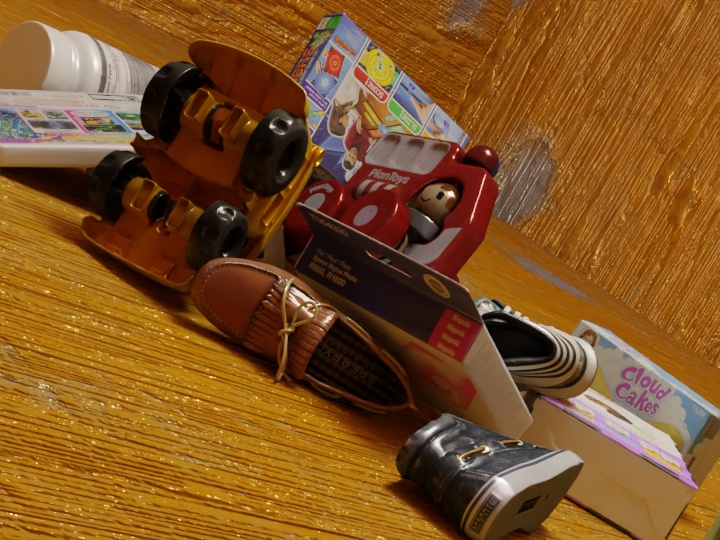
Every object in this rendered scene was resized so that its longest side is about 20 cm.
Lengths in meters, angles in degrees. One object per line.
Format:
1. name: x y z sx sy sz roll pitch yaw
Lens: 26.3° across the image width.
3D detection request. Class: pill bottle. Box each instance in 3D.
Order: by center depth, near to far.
1. pill bottle: -0.285 -0.185 1.630 0.114 0.114 0.199 37 11 38

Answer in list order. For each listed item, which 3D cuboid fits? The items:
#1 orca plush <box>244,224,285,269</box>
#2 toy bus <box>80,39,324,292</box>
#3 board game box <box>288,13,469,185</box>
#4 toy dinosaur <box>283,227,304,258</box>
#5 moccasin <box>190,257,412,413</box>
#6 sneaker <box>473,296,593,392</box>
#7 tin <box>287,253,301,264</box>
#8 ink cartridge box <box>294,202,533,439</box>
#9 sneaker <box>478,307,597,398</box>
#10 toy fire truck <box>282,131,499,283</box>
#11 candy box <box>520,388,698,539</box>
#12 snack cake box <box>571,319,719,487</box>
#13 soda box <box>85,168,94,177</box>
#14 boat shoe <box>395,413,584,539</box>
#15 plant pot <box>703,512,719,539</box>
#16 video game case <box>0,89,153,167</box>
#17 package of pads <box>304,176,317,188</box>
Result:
1. orca plush: -0.124 -0.068 1.491 0.070 0.106 0.200 -2 -30 9
2. toy bus: -0.123 -0.064 1.323 0.135 0.201 0.192 27 -13 19
3. board game box: 0.008 -0.134 1.504 0.200 0.136 0.034 41 -20 -32
4. toy dinosaur: -0.056 -0.053 1.646 0.101 0.078 0.200 12 16 14
5. moccasin: -0.045 0.056 1.228 0.201 0.074 0.078 38 -3 -18
6. sneaker: 0.130 0.066 1.447 0.199 0.081 0.071 -4 13 44
7. tin: -0.013 0.005 1.733 0.200 0.042 0.112 36 6 32
8. ink cartridge box: 0.036 0.049 1.288 0.196 0.043 0.200 28 -20 38
9. sneaker: 0.101 0.056 1.362 0.199 0.076 0.115 8 -16 35
10. toy fire truck: 0.041 -0.054 1.378 0.199 0.168 0.112 14 -30 52
11. candy box: 0.222 0.168 1.473 0.167 0.072 0.200 31 9 1
12. snack cake box: 0.288 0.153 1.643 0.067 0.116 0.200 21 12 -46
13. soda box: -0.200 -0.079 1.477 0.068 0.064 0.200 25 11 -31
14. boat shoe: 0.101 0.147 1.164 0.091 0.071 0.200 38 12 21
15. plant pot: 0.371 0.263 1.126 0.184 0.201 0.200 39 3 -30
16. video game case: -0.265 -0.133 1.443 0.198 0.024 0.182 -1 22 -28
17. package of pads: -0.087 -0.117 1.582 0.198 0.121 0.076 -9 53 -6
